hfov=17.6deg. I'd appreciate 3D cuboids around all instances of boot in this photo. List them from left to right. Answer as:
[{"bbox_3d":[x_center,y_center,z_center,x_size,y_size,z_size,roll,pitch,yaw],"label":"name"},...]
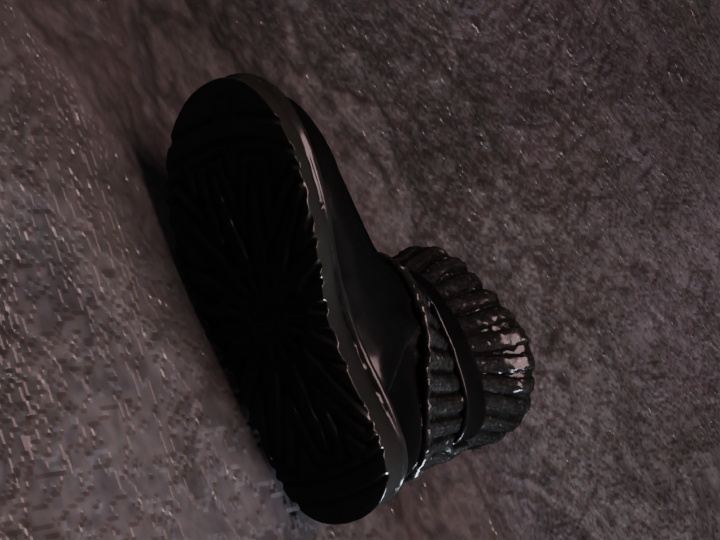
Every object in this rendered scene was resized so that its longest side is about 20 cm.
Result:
[{"bbox_3d":[-0.002,0.001,1.070,0.158,0.079,0.212,-28,104,-55],"label":"boot"}]
